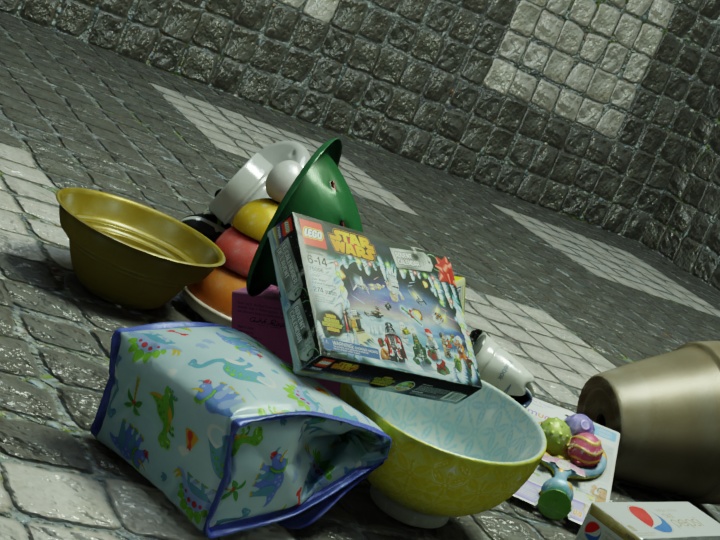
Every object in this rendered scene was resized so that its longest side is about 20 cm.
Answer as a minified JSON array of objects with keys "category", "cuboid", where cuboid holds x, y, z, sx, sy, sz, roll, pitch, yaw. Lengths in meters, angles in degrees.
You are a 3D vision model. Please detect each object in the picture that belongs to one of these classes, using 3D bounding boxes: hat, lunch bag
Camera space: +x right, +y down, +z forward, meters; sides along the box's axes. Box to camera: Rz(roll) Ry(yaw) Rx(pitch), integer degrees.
[{"category":"hat","cuboid":[0.000,0.000,1.349,0.175,0.201,0.166,30,-13,8]},{"category":"lunch bag","cuboid":[-0.094,0.124,1.161,0.169,0.129,0.199,32,25,36]}]

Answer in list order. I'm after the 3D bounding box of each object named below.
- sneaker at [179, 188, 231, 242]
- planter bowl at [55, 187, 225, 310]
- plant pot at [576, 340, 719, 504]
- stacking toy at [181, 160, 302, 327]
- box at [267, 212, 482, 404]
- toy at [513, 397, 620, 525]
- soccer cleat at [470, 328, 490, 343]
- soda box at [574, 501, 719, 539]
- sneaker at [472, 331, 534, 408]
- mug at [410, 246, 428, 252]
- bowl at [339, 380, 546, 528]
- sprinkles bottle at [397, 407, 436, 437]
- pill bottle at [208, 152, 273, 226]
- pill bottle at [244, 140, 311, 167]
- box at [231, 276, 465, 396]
[{"category":"sneaker","cuboid":[-0.194,-0.067,1.865,0.071,0.084,0.200,-14,-10,19]},{"category":"planter bowl","cuboid":[-0.255,-0.012,1.544,0.198,0.084,0.201,22,11,-5]},{"category":"plant pot","cuboid":[0.364,0.186,1.702,0.171,0.203,0.200,1,19,-20]},{"category":"stacking toy","cuboid":[-0.110,-0.031,1.618,0.144,0.202,0.146,22,12,-5]},{"category":"box","cuboid":[0.015,0.036,1.231,0.198,0.040,0.138,14,52,-42]},{"category":"toy","cuboid":[0.227,0.195,1.524,0.114,0.048,0.200,23,32,5]},{"category":"soccer cleat","cuboid":[0.170,0.135,1.816,0.073,0.068,0.200,45,1,-18]},{"category":"soda box","cuboid":[0.295,0.277,1.409,0.199,0.064,0.068,10,18,-48]},{"category":"sneaker","cuboid":[0.155,0.142,1.612,0.087,0.075,0.200,32,-12,14]},{"category":"mug","cuboid":[0.033,0.077,1.677,0.150,0.185,0.153,57,13,-17]},{"category":"bowl","cuboid":[0.062,0.169,1.288,0.197,0.109,0.200,17,18,-6]},{"category":"sprinkles bottle","cuboid":[0.045,0.147,1.471,0.067,0.069,0.200,23,12,-4]},{"category":"pill bottle","cuboid":[-0.093,-0.045,1.787,0.200,0.114,0.114,44,11,-4]},{"category":"pill bottle","cuboid":[-0.080,-0.074,1.931,0.109,0.109,0.201,37,-16,49]},{"category":"box","cuboid":[-0.009,0.060,1.473,0.174,0.098,0.199,8,13,30]}]
